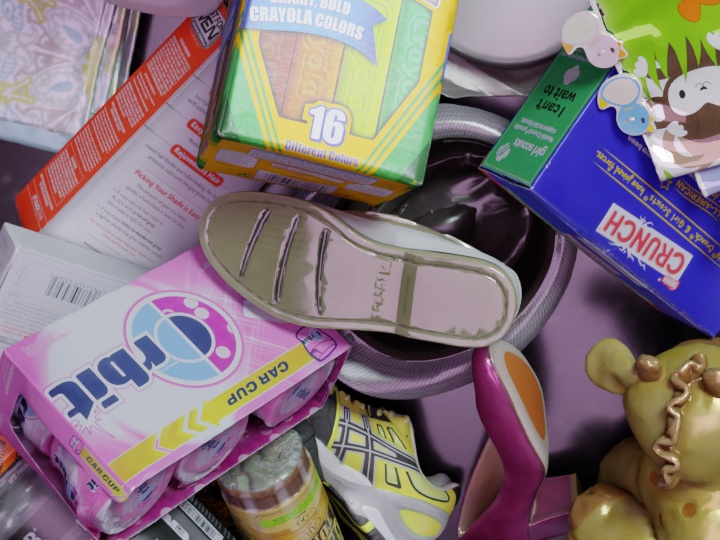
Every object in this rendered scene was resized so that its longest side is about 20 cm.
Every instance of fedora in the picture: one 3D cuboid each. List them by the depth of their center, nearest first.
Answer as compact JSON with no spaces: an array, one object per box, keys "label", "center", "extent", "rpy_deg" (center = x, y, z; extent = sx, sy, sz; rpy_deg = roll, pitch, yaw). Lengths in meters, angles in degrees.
[{"label":"fedora","center":[0.044,-0.017,1.079],"extent":[0.200,0.090,0.177],"rpy_deg":[-38,95,3]}]

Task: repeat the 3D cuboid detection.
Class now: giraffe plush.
[{"label":"giraffe plush","center":[0.207,0.112,1.013],"extent":[0.171,0.200,0.164],"rpy_deg":[-5,113,11]}]

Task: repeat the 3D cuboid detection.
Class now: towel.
[{"label":"towel","center":[-0.246,-0.176,1.114],"extent":[0.198,0.048,0.173],"rpy_deg":[14,98,4]}]

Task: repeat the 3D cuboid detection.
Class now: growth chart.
[{"label":"growth chart","center":[0.205,-0.113,0.918],"extent":[0.144,0.018,0.201],"rpy_deg":[-31,105,20]}]

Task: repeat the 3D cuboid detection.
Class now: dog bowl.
[{"label":"dog bowl","center":[0.097,-0.207,1.057],"extent":[0.198,0.059,0.202],"rpy_deg":[1,99,7]}]

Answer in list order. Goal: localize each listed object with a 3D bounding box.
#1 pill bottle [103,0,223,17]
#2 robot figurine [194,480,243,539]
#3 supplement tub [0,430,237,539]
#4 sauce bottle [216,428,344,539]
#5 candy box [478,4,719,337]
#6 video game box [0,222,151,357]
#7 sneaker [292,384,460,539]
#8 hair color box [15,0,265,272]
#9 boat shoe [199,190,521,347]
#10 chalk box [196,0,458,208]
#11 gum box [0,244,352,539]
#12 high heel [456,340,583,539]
[{"label":"pill bottle","center":[-0.120,-0.273,1.024],"extent":[0.119,0.120,0.202],"rpy_deg":[12,81,5]},{"label":"robot figurine","center":[-0.133,0.224,1.135],"extent":[0.144,0.058,0.201],"rpy_deg":[9,112,-33]},{"label":"supplement tub","center":[-0.156,0.174,1.015],"extent":[0.200,0.123,0.123],"rpy_deg":[45,102,-4]},{"label":"sauce bottle","center":[-0.041,0.186,1.100],"extent":[0.064,0.065,0.201],"rpy_deg":[-12,132,9]},{"label":"candy box","center":[0.200,-0.090,1.006],"extent":[0.169,0.077,0.201],"rpy_deg":[36,87,-24]},{"label":"video game box","center":[-0.183,0.081,1.094],"extent":[0.199,0.047,0.183],"rpy_deg":[20,104,-34]},{"label":"sneaker","center":[-0.010,0.112,1.118],"extent":[0.076,0.075,0.200],"rpy_deg":[-43,111,-13]},{"label":"hair color box","center":[-0.124,-0.075,1.085],"extent":[0.200,0.061,0.101],"rpy_deg":[-43,129,12]},{"label":"boat shoe","center":[0.000,0.000,1.001],"extent":[0.198,0.068,0.075],"rpy_deg":[18,101,8]},{"label":"chalk box","center":[-0.014,-0.152,0.963],"extent":[0.123,0.124,0.202],"rpy_deg":[12,84,-10]},{"label":"gum box","center":[-0.116,0.068,0.977],"extent":[0.113,0.199,0.066],"rpy_deg":[43,136,18]},{"label":"high heel","center":[0.081,0.119,1.072],"extent":[0.095,0.068,0.200],"rpy_deg":[-12,140,17]}]
